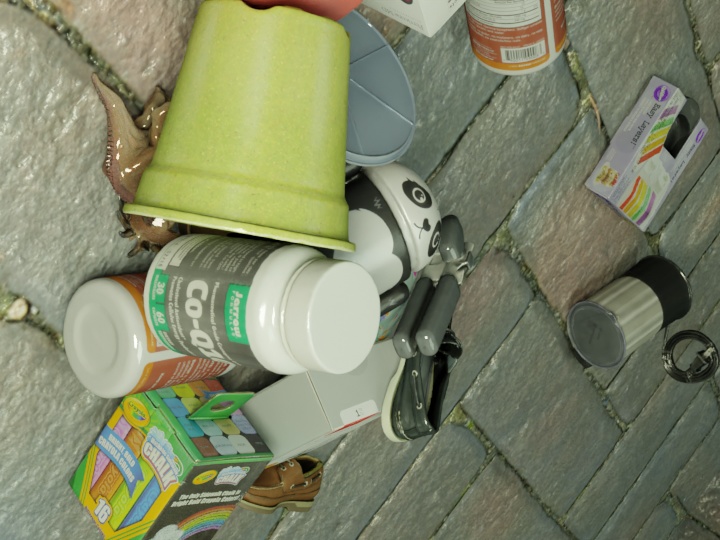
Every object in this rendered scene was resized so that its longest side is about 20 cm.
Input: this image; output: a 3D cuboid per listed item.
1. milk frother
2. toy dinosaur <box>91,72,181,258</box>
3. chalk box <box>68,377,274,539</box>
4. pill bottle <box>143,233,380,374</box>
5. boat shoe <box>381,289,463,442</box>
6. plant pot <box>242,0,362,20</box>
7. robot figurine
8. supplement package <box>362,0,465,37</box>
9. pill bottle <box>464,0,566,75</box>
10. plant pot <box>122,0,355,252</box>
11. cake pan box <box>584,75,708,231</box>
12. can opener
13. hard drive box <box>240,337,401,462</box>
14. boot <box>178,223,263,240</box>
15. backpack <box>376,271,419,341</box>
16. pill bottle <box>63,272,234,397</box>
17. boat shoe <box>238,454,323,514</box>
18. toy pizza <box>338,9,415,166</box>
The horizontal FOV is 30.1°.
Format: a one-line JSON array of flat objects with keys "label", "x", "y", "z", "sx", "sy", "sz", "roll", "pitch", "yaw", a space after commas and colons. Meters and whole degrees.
[{"label": "milk frother", "x": 0.459, "y": 0.110, "z": 2.152, "sx": 0.187, "sy": 0.200, "sz": 0.182, "roll": -30, "pitch": 143, "yaw": -34}, {"label": "toy dinosaur", "x": -0.197, "y": -0.086, "z": 1.227, "sx": 0.136, "sy": 0.086, "sz": 0.200, "roll": -46, "pitch": 141, "yaw": -3}, {"label": "chalk box", "x": -0.188, "y": 0.191, "z": 1.400, "sx": 0.124, "sy": 0.124, "sz": 0.201, "roll": 7, "pitch": 125, "yaw": -54}, {"label": "pill bottle", "x": -0.087, "y": 0.030, "z": 1.176, "sx": 0.113, "sy": 0.199, "sz": 0.114, "roll": -8, "pitch": 101, "yaw": -49}, {"label": "boat shoe", "x": 0.081, "y": 0.094, "z": 1.480, "sx": 0.075, "sy": 0.066, "sz": 0.201, "roll": 45, "pitch": 54, "yaw": -39}, {"label": "plant pot", "x": -0.069, "y": -0.300, "z": 1.118, "sx": 0.201, "sy": 0.200, "sz": 0.177, "roll": -55, "pitch": 157, "yaw": -1}, {"label": "robot figurine", "x": -0.015, "y": -0.026, "z": 1.312, "sx": 0.199, "sy": 0.125, "sz": 0.151, "roll": -28, "pitch": 159, "yaw": -13}, {"label": "supplement package", "x": 0.041, "y": -0.343, "z": 1.280, "sx": 0.110, "sy": 0.113, "sz": 0.200, "roll": -47, "pitch": 146, "yaw": -16}, {"label": "pill bottle", "x": 0.164, "y": -0.321, "z": 1.465, "sx": 0.112, "sy": 0.112, "sz": 0.201, "roll": -43, "pitch": 145, "yaw": -20}, {"label": "plant pot", "x": -0.087, "y": -0.122, "z": 1.121, "sx": 0.200, "sy": 0.199, "sz": 0.186, "roll": 8, "pitch": 92, "yaw": -55}, {"label": "cake pan box", "x": 0.433, "y": -0.174, "z": 2.007, "sx": 0.201, "sy": 0.052, "sz": 0.184, "roll": -58, "pitch": 150, "yaw": 2}, {"label": "can opener", "x": 0.076, "y": 0.011, "z": 1.440, "sx": 0.200, "sy": 0.053, "sz": 0.067, "roll": -63, "pitch": 138, "yaw": -53}, {"label": "hard drive box", "x": -0.058, "y": 0.159, "z": 1.526, "sx": 0.155, "sy": 0.077, "sz": 0.199, "roll": -15, "pitch": 167, "yaw": -47}, {"label": "boot", "x": -0.096, "y": -0.043, "z": 1.399, "sx": 0.199, "sy": 0.075, "sz": 0.074, "roll": -7, "pitch": 120, "yaw": -53}, {"label": "backpack", "x": 0.000, "y": 0.000, "z": 1.477, "sx": 0.167, "sy": 0.126, "sz": 0.200, "roll": -55, "pitch": 173, "yaw": -13}, {"label": "pill bottle", "x": -0.182, "y": 0.056, "z": 1.321, "sx": 0.199, "sy": 0.112, "sz": 0.113, "roll": -7, "pitch": 124, "yaw": -50}, {"label": "boat shoe", "x": -0.110, "y": 0.254, "z": 1.653, "sx": 0.068, "sy": 0.072, "sz": 0.200, "roll": -63, "pitch": 157, "yaw": 4}, {"label": "toy pizza", "x": -0.029, "y": -0.183, "z": 1.286, "sx": 0.199, "sy": 0.201, "sz": 0.032, "roll": -13, "pitch": 162, "yaw": -47}]
